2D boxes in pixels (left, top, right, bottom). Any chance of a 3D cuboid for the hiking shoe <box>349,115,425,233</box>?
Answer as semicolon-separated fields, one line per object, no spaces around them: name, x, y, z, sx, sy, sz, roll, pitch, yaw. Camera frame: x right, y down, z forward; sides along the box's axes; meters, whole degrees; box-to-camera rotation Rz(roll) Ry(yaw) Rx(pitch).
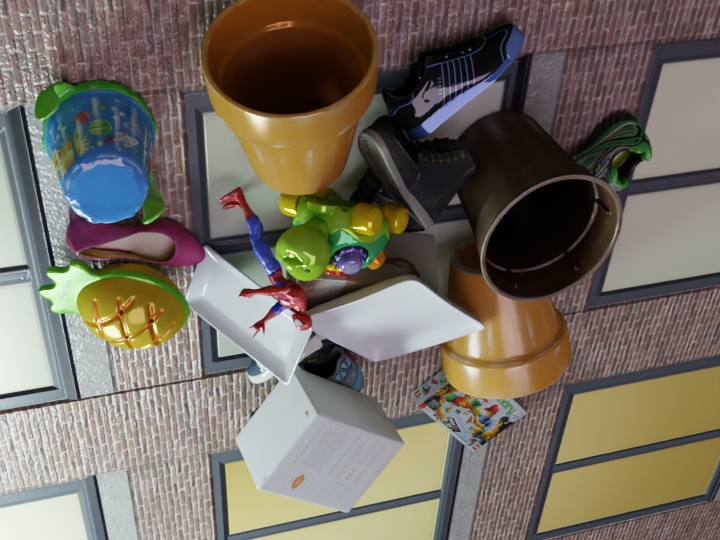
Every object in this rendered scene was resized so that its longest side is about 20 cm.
hiking shoe;0.032;-0.114;1.315;0.099;0.076;0.202;-23;134;-6

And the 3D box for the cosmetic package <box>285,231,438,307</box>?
cosmetic package;0.000;0.000;1.356;0.196;0.089;0.104;3;154;-15

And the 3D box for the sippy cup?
sippy cup;-0.301;-0.130;1.136;0.175;0.131;0.141;10;124;-27

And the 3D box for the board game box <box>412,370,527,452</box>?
board game box;0.193;0.231;1.696;0.126;0.035;0.200;-38;131;12

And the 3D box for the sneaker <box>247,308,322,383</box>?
sneaker;-0.125;0.104;1.427;0.074;0.085;0.199;-31;179;-36

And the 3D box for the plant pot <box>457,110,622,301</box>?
plant pot;0.221;-0.101;1.315;0.196;0.200;0.203;-10;132;-11

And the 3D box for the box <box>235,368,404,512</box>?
box;-0.060;0.259;1.470;0.198;0.107;0.153;27;108;-42

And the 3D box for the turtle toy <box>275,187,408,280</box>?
turtle toy;-0.036;-0.043;1.216;0.199;0.143;0.103;-9;111;-61

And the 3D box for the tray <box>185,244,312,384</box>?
tray;-0.153;0.058;1.342;0.022;0.199;0.109;-32;153;-53

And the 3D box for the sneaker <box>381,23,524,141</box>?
sneaker;0.117;-0.256;1.232;0.199;0.070;0.078;-42;115;2

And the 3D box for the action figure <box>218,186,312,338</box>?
action figure;-0.140;0.005;1.267;0.098;0.202;0.065;-34;174;-4

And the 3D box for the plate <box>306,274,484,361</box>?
plate;0.044;0.063;1.349;0.197;0.033;0.199;-20;148;30

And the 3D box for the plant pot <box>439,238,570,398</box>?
plant pot;0.207;0.057;1.453;0.196;0.201;0.187;-16;117;-7

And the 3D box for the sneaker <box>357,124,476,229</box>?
sneaker;0.071;-0.145;1.211;0.106;0.075;0.200;-46;146;-2

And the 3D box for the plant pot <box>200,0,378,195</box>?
plant pot;-0.078;-0.195;1.142;0.196;0.203;0.185;-14;149;-9

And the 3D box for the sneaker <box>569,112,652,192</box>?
sneaker;0.334;-0.135;1.408;0.077;0.086;0.200;28;116;-36

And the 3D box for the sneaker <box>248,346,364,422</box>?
sneaker;-0.095;0.183;1.526;0.197;0.079;0.097;-29;128;-9

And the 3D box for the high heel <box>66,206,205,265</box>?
high heel;-0.284;-0.026;1.252;0.198;0.097;0.068;25;117;-35

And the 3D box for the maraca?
maraca;-0.324;0.041;1.289;0.197;0.108;0.138;18;134;-23

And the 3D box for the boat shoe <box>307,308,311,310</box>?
boat shoe;-0.013;0.048;1.441;0.196;0.067;0.075;9;128;-11
